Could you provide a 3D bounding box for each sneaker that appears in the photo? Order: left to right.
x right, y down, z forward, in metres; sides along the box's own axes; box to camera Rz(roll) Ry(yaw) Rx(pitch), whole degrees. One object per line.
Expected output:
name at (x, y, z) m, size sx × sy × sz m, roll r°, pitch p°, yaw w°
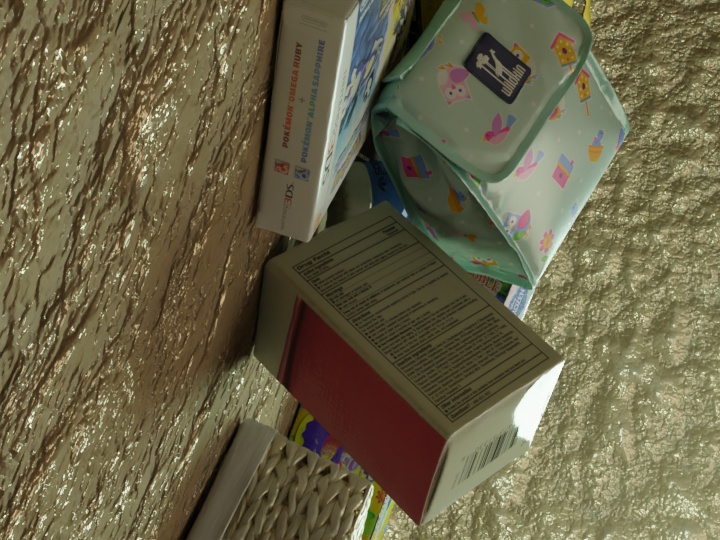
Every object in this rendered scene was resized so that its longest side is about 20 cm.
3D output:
sneaker at (0.020, -0.006, 1.139) m, size 0.077 × 0.110 × 0.202 m, roll -117°, pitch -150°, yaw -50°

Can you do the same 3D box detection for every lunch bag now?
lunch bag at (0.099, -0.114, 0.988) m, size 0.171 × 0.121 × 0.201 m, roll -55°, pitch 136°, yaw -20°

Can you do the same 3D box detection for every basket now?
basket at (-0.078, 0.247, 1.061) m, size 0.136 × 0.122 × 0.201 m, roll 102°, pitch 10°, yaw -50°

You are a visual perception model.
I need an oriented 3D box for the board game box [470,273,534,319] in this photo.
board game box at (0.127, -0.066, 1.406) m, size 0.041 × 0.200 × 0.202 m, roll 8°, pitch 109°, yaw -42°

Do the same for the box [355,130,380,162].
box at (0.097, -0.152, 1.168) m, size 0.036 × 0.198 × 0.145 m, roll 40°, pitch -58°, yaw 51°

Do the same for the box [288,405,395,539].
box at (-0.012, 0.208, 1.446) m, size 0.193 × 0.121 × 0.202 m, roll 55°, pitch 56°, yaw -81°

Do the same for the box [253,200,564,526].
box at (0.031, 0.065, 0.988) m, size 0.127 × 0.200 × 0.110 m, roll -27°, pitch 147°, yaw -34°

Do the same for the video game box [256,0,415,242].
video game box at (-0.008, -0.149, 0.883) m, size 0.183 × 0.046 × 0.201 m, roll 105°, pitch 8°, yaw -46°

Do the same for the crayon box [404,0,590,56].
crayon box at (0.108, -0.201, 1.084) m, size 0.199 × 0.051 × 0.128 m, roll -24°, pitch 124°, yaw -33°
